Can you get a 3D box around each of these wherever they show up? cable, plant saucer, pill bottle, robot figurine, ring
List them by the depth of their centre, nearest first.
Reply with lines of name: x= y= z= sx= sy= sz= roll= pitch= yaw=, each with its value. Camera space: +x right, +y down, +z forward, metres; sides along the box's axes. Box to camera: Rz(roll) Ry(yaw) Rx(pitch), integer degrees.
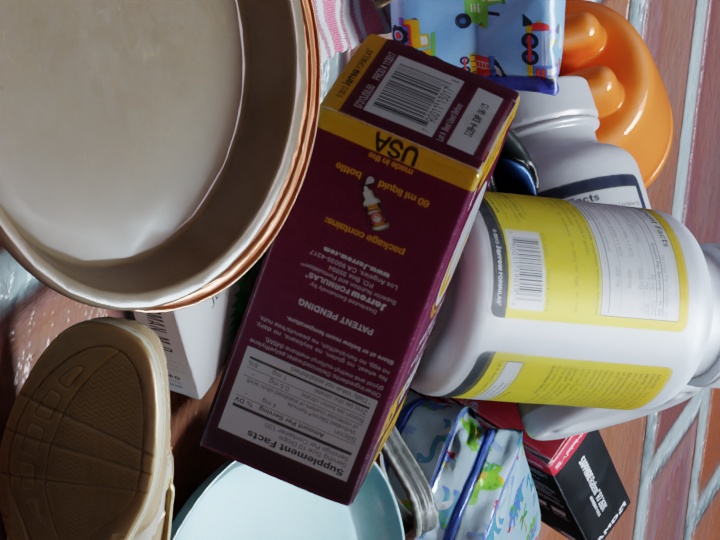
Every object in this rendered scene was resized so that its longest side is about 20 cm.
plant saucer: x=-0.098 y=-0.084 z=1.097 sx=0.200 sy=0.029 sz=0.200 roll=-6 pitch=98 yaw=-48
ring: x=-0.089 y=-0.082 z=1.143 sx=0.200 sy=0.019 sz=0.201 roll=-5 pitch=97 yaw=-48
plant saucer: x=-0.051 y=0.180 z=1.421 sx=0.200 sy=0.027 sz=0.200 roll=-17 pitch=113 yaw=-46
pill bottle: x=0.119 y=0.018 z=1.463 sx=0.200 sy=0.112 sz=0.112 roll=6 pitch=99 yaw=-27
cable: x=-0.008 y=0.083 z=1.476 sx=0.050 sy=0.097 sz=0.200 roll=-39 pitch=136 yaw=-44
pill bottle: x=0.124 y=-0.008 z=1.598 sx=0.111 sy=0.111 sz=0.200 roll=19 pitch=54 yaw=-72
robot figurine: x=0.143 y=-0.108 z=1.761 sx=0.117 sy=0.144 sz=0.200 roll=-55 pitch=160 yaw=-4

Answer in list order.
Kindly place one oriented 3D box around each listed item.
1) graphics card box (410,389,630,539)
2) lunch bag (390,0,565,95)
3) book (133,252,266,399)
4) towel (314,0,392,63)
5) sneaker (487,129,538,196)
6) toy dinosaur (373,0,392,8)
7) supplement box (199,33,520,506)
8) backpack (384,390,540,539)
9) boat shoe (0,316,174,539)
graphics card box: x=0.102 y=0.109 z=1.755 sx=0.051 sy=0.125 sz=0.200 roll=-54 pitch=156 yaw=-12
lunch bag: x=0.075 y=-0.203 z=1.490 sx=0.200 sy=0.094 sz=0.151 roll=-69 pitch=159 yaw=-62
book: x=-0.078 y=-0.047 z=1.270 sx=0.200 sy=0.048 sz=0.134 roll=79 pitch=30 yaw=-57
towel: x=-0.002 y=-0.185 z=1.416 sx=0.200 sy=0.030 sz=0.147 roll=-32 pitch=131 yaw=-65
sneaker: x=0.049 y=-0.020 z=1.543 sx=0.200 sy=0.112 sz=0.073 roll=81 pitch=29 yaw=-48
toy dinosaur: x=-0.018 y=-0.191 z=1.188 sx=0.086 sy=0.200 sz=0.136 roll=-41 pitch=162 yaw=10
supplement box: x=0.000 y=0.000 z=1.338 sx=0.110 sy=0.086 sz=0.200 roll=-59 pitch=170 yaw=-62
backpack: x=0.040 y=0.156 z=1.621 sx=0.163 sy=0.154 sz=0.200 roll=-58 pitch=141 yaw=-31
boat shoe: x=-0.118 y=0.101 z=1.202 sx=0.069 sy=0.074 sz=0.200 roll=-50 pitch=156 yaw=-60
